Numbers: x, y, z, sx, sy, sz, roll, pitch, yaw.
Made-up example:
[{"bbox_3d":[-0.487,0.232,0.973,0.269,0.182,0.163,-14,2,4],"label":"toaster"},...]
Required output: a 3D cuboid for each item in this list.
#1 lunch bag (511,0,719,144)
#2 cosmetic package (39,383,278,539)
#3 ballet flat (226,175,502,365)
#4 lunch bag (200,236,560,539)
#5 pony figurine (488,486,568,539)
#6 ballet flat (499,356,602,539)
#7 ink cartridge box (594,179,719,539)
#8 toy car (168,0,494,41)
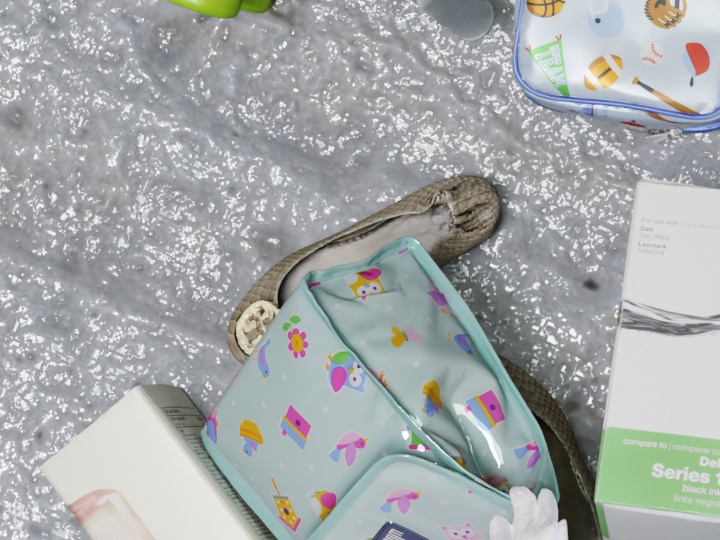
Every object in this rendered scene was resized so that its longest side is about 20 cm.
[{"bbox_3d":[0.179,-0.180,1.611,0.160,0.076,0.200,8,87,9],"label":"lunch bag"},{"bbox_3d":[-0.098,0.175,1.628,0.087,0.103,0.200,-39,79,8],"label":"cosmetic package"},{"bbox_3d":[0.000,0.000,1.647,0.200,0.046,0.067,-29,81,8],"label":"ballet flat"},{"bbox_3d":[0.019,0.112,1.561,0.200,0.122,0.170,54,136,17],"label":"lunch bag"},{"bbox_3d":[0.040,0.226,1.472,0.200,0.166,0.193,14,127,42],"label":"pony figurine"},{"bbox_3d":[0.112,0.135,1.609,0.067,0.046,0.200,-33,81,8],"label":"ballet flat"},{"bbox_3d":[0.193,0.065,1.530,0.084,0.146,0.200,6,71,11],"label":"ink cartridge box"},{"bbox_3d":[-0.001,-0.218,1.608,0.200,0.158,0.164,20,101,9],"label":"toy car"}]
